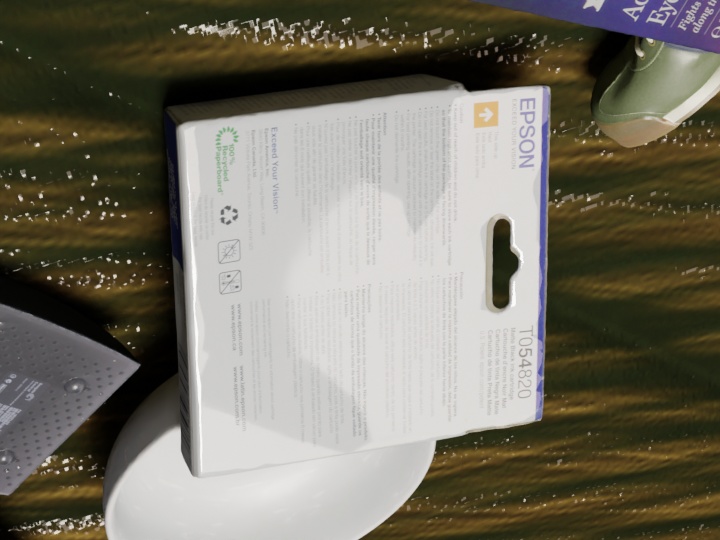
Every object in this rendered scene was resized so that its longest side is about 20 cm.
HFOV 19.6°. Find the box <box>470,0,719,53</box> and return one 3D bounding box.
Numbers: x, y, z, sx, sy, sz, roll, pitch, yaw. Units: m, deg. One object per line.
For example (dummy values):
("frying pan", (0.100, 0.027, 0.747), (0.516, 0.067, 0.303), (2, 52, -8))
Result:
("box", (0.097, -0.196, 0.901), (0.199, 0.105, 0.148), (7, 133, -22))

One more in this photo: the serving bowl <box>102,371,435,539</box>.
("serving bowl", (-0.059, 0.101, 1.215), (0.199, 0.066, 0.201), (-15, 143, -11))

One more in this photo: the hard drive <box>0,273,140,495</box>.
("hard drive", (-0.229, 0.049, 1.090), (0.199, 0.042, 0.135), (23, 123, -43))

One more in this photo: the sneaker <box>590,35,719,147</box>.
("sneaker", (0.173, -0.153, 1.052), (0.090, 0.067, 0.200), (32, 122, -29))

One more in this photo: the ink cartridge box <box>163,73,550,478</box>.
("ink cartridge box", (0.000, 0.000, 1.089), (0.198, 0.041, 0.201), (-7, 113, -16))
